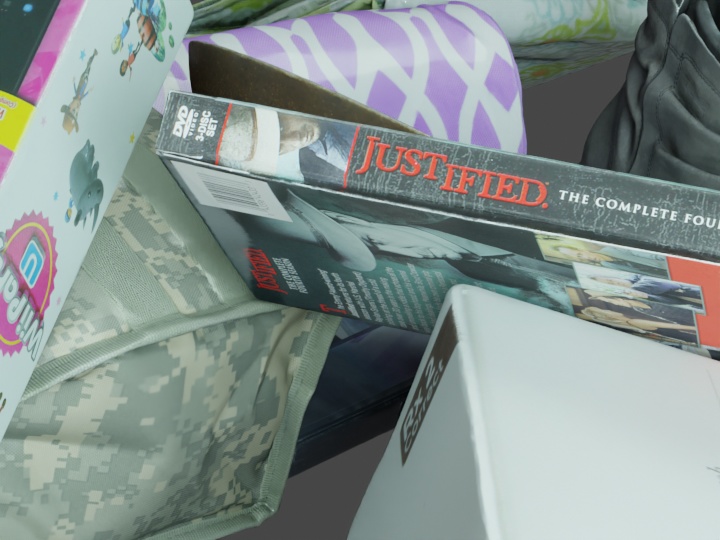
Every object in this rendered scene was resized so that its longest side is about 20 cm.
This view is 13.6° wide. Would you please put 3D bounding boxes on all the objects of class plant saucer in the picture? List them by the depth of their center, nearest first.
[{"bbox_3d":[0.028,-0.016,0.965,0.199,0.032,0.200,27,-2,1],"label":"plant saucer"}]

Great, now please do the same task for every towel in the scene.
[{"bbox_3d":[0.022,-0.097,1.262,0.199,0.048,0.171,-3,-7,-45],"label":"towel"}]

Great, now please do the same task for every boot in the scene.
[{"bbox_3d":[0.127,-0.018,1.057,0.069,0.132,0.200,-3,42,-25],"label":"boot"}]

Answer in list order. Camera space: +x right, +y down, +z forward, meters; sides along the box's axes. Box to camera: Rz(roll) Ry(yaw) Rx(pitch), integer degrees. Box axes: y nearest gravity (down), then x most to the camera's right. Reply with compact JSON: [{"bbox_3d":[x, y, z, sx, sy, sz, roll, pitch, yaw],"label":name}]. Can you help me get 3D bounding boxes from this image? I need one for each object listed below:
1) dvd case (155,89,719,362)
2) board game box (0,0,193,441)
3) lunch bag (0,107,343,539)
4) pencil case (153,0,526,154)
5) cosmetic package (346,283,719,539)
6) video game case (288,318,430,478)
[{"bbox_3d":[0.055,0.000,0.809,0.199,0.022,0.146,10,-14,12],"label":"dvd case"},{"bbox_3d":[-0.153,-0.023,0.833,0.147,0.064,0.201,12,64,18],"label":"board game box"},{"bbox_3d":[-0.133,0.013,0.921,0.199,0.118,0.164,-15,45,-42],"label":"lunch bag"},{"bbox_3d":[-0.035,-0.048,1.096,0.199,0.084,0.085,-10,8,-29],"label":"pencil case"},{"bbox_3d":[0.093,0.132,0.784,0.199,0.166,0.165,15,24,-11],"label":"cosmetic package"},{"bbox_3d":[0.000,0.000,1.122,0.199,0.019,0.143,-23,47,-38],"label":"video game case"}]
